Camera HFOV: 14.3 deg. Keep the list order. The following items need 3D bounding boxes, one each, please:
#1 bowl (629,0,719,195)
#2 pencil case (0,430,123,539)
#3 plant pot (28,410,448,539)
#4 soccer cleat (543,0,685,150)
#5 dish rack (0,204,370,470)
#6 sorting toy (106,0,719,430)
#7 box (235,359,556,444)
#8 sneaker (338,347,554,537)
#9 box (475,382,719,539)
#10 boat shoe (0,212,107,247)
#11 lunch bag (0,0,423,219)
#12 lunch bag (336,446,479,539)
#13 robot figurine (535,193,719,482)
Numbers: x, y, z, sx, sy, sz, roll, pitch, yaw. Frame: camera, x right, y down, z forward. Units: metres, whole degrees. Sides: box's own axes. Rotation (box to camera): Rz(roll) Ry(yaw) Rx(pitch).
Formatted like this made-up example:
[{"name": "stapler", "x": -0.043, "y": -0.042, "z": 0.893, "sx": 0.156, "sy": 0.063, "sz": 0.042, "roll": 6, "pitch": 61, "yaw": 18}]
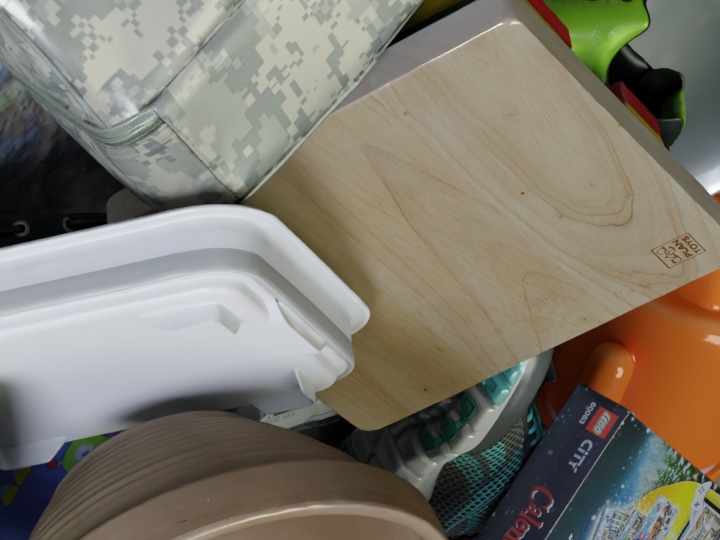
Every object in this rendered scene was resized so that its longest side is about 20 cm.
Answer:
[{"name": "bowl", "x": 0.114, "y": -0.115, "z": 1.365, "sx": 0.201, "sy": 0.090, "sz": 0.201, "roll": -8, "pitch": 142, "yaw": -6}, {"name": "pencil case", "x": -0.139, "y": 0.089, "z": 1.324, "sx": 0.087, "sy": 0.078, "sz": 0.200, "roll": 20, "pitch": 110, "yaw": -25}, {"name": "plant pot", "x": -0.067, "y": 0.123, "z": 1.189, "sx": 0.201, "sy": 0.093, "sz": 0.201, "roll": -16, "pitch": 146, "yaw": -12}, {"name": "soccer cleat", "x": 0.111, "y": -0.052, "z": 1.313, "sx": 0.081, "sy": 0.068, "sz": 0.200, "roll": -5, "pitch": 140, "yaw": 10}, {"name": "dish rack", "x": -0.107, "y": 0.034, "z": 1.174, "sx": 0.200, "sy": 0.044, "sz": 0.172, "roll": -13, "pitch": 157, "yaw": 15}, {"name": "sorting toy", "x": 0.026, "y": -0.037, "z": 1.224, "sx": 0.199, "sy": 0.070, "sz": 0.200, "roll": -27, "pitch": 140, "yaw": 22}, {"name": "box", "x": 0.000, "y": 0.000, "z": 1.363, "sx": 0.158, "sy": 0.050, "sz": 0.200, "roll": -16, "pitch": 142, "yaw": 1}, {"name": "sneaker", "x": 0.056, "y": 0.072, "z": 1.382, "sx": 0.091, "sy": 0.078, "sz": 0.200, "roll": -3, "pitch": 149, "yaw": -27}, {"name": "box", "x": 0.097, "y": 0.171, "z": 1.384, "sx": 0.137, "sy": 0.038, "sz": 0.200, "roll": 39, "pitch": 83, "yaw": -43}, {"name": "boat shoe", "x": -0.165, "y": -0.004, "z": 1.213, "sx": 0.199, "sy": 0.066, "sz": 0.075, "roll": 0, "pitch": 156, "yaw": -17}, {"name": "lunch bag", "x": -0.071, "y": -0.148, "z": 1.119, "sx": 0.200, "sy": 0.139, "sz": 0.168, "roll": -47, "pitch": 128, "yaw": -4}, {"name": "lunch bag", "x": 0.049, "y": 0.172, "z": 1.508, "sx": 0.170, "sy": 0.200, "sz": 0.124, "roll": -16, "pitch": 135, "yaw": -37}, {"name": "robot figurine", "x": 0.166, "y": 0.052, "z": 1.594, "sx": 0.117, "sy": 0.144, "sz": 0.200, "roll": 13, "pitch": 120, "yaw": -9}]
